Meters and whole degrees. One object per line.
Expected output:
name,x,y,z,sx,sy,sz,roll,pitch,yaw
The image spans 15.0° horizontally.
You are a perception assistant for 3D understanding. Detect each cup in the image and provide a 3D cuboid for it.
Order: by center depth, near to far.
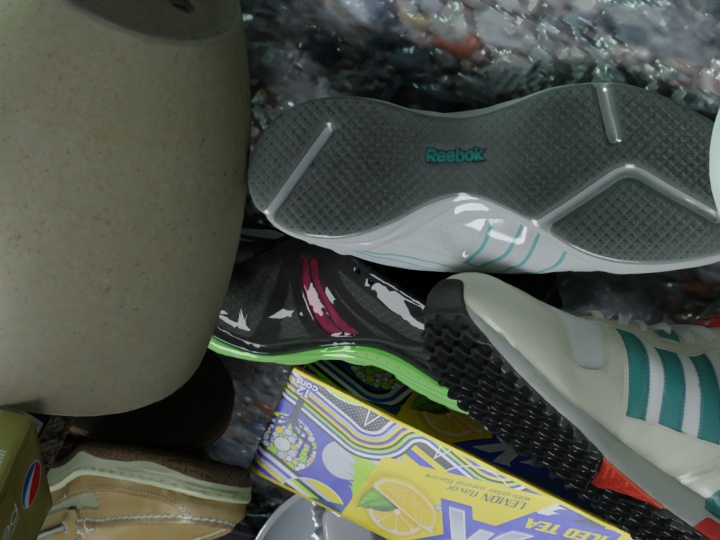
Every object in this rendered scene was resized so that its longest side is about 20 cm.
cup,-0.122,-0.064,1.062,0.200,0.200,0.143,28,120,-2

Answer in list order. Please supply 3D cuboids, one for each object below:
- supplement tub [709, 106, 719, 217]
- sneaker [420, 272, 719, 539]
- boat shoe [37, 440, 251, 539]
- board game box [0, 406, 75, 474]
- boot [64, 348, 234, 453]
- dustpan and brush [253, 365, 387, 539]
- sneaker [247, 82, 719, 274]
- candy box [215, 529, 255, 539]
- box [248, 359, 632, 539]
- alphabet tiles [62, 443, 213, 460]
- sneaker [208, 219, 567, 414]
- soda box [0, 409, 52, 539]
supplement tub,0.217,0.005,0.924,0.144,0.145,0.200,-1,138,37
sneaker,0.111,0.043,1.106,0.200,0.094,0.070,38,162,-23
boat shoe,-0.116,0.122,1.269,0.071,0.076,0.200,19,166,-28
board game box,-0.193,0.015,1.176,0.159,0.200,0.097,35,137,-11
boot,-0.132,0.055,1.325,0.199,0.074,0.076,15,149,36
dustpan and brush,-0.008,0.120,1.317,0.139,0.057,0.201,-12,103,2
sneaker,0.061,-0.032,1.066,0.199,0.071,0.080,4,167,16
candy box,-0.102,0.205,1.455,0.167,0.072,0.200,19,146,-20
box,0.057,0.093,1.227,0.199,0.064,0.070,26,127,1
alphabet tiles,-0.137,0.148,1.339,0.006,0.167,0.200,19,118,-41
sneaker,0.000,0.000,1.161,0.199,0.077,0.084,12,128,18
soda box,-0.222,0.075,1.046,0.199,0.064,0.068,14,148,11
